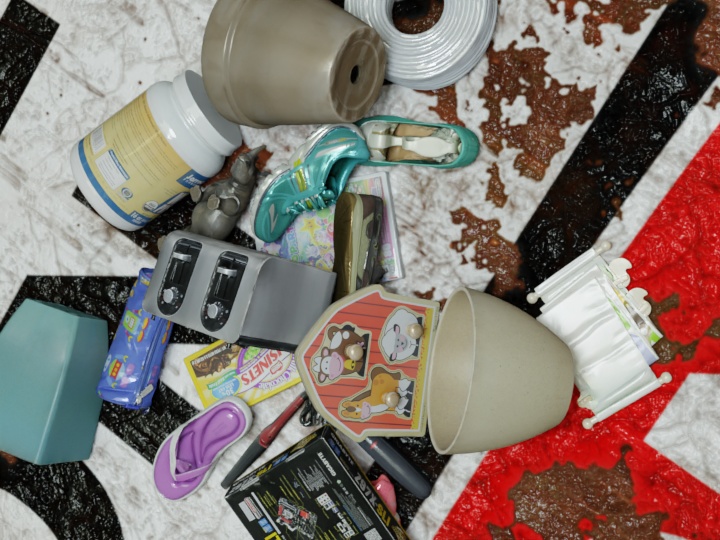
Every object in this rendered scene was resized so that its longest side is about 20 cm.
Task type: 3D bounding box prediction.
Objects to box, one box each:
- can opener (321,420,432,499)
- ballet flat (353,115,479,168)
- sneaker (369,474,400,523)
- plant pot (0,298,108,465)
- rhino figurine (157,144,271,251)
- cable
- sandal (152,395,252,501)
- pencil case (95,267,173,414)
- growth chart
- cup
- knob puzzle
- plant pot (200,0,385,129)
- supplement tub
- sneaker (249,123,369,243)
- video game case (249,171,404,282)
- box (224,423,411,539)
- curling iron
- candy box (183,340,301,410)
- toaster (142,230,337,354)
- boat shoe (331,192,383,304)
[{"bbox_3d":[0.019,0.222,1.320,0.079,0.063,0.200,-45,78,11],"label":"can opener"},{"bbox_3d":[0.054,-0.168,1.307,0.198,0.070,0.068,5,94,17],"label":"ballet flat"},{"bbox_3d":[-0.045,0.297,1.329,0.197,0.074,0.088,1,104,8],"label":"sneaker"},{"bbox_3d":[-0.444,0.150,1.423,0.140,0.141,0.202,16,87,15],"label":"plant pot"},{"bbox_3d":[-0.186,-0.093,1.361,0.060,0.087,0.201,46,109,22],"label":"rhino figurine"},{"bbox_3d":[0.078,-0.338,1.301,0.200,0.069,0.200,44,101,12],"label":"cable"},{"bbox_3d":[-0.229,0.245,1.384,0.082,0.050,0.203,43,112,5],"label":"sandal"},{"bbox_3d":[-0.301,0.099,1.406,0.087,0.078,0.202,27,99,44],"label":"pencil case"},{"bbox_3d":[0.301,0.078,1.260,0.144,0.018,0.202,-27,82,14],"label":"growth chart"},{"bbox_3d":[0.174,0.129,1.225,0.141,0.200,0.203,9,93,-10],"label":"cup"},{"bbox_3d":[0.011,0.117,1.268,0.217,0.030,0.223,-2,94,-29],"label":"knob puzzle"},{"bbox_3d":[-0.070,-0.260,1.256,0.172,0.199,0.202,22,96,32],"label":"plant pot"},{"bbox_3d":[-0.275,-0.163,1.365,0.199,0.145,0.146,-33,81,14],"label":"supplement tub"},{"bbox_3d":[-0.068,-0.108,1.310,0.200,0.077,0.080,-47,62,17],"label":"sneaker"},{"bbox_3d":[-0.047,-0.044,1.364,0.198,0.018,0.145,-10,87,16],"label":"video game case"},{"bbox_3d":[-0.050,0.318,1.272,0.159,0.049,0.201,-34,96,16],"label":"box"},{"bbox_3d":[-0.122,0.235,1.380,0.200,0.026,0.050,-41,76,13],"label":"curling iron"},{"bbox_3d":[-0.140,0.125,1.387,0.199,0.026,0.103,-27,86,15],"label":"candy box"},{"bbox_3d":[-0.142,0.033,1.279,0.180,0.199,0.120,16,90,38],"label":"toaster"},{"bbox_3d":[0.000,0.000,1.304,0.064,0.073,0.202,-2,108,-22],"label":"boat shoe"}]
